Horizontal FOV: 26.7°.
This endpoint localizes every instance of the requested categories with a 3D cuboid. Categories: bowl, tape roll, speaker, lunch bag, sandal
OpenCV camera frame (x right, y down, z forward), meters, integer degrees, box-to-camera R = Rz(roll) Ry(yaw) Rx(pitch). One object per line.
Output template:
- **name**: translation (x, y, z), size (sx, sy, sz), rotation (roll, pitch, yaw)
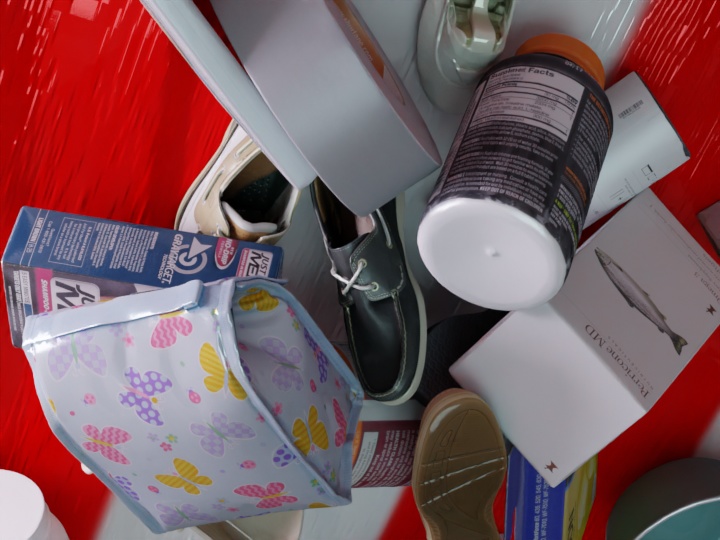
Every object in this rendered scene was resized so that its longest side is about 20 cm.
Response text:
- **bowl**: translation (0.301, 0.249, 1.375), size (0.198, 0.105, 0.203), rotation (-5, 123, -8)
- **tape roll**: translation (-0.024, -0.137, 1.017), size (0.066, 0.201, 0.201), rotation (-32, 122, 10)
- **speaker**: translation (0.149, -0.063, 1.167), size (0.199, 0.081, 0.081), rotation (-35, 121, 11)
- **lunch bag**: translation (-0.111, 0.078, 1.045), size (0.168, 0.128, 0.200), rotation (-14, 138, 24)
- **sandal**: translation (0.101, 0.063, 1.192), size (0.043, 0.199, 0.077), rotation (-31, 86, 45)

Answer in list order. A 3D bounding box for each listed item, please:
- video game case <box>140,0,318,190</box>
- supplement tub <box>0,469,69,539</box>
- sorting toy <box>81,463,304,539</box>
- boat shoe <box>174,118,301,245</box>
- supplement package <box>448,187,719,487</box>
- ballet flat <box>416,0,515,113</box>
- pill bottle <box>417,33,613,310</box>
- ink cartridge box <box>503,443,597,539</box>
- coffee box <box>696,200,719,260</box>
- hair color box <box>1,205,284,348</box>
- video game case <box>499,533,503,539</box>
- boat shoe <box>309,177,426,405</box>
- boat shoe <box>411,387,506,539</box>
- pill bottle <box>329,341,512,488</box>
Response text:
- **video game case**: translation (-0.114, -0.158, 0.998), size (0.024, 0.182, 0.200), rotation (-39, 121, -1)
- **supplement tub**: translation (-0.301, 0.281, 1.255), size (0.143, 0.145, 0.202), rotation (-9, 123, -5)
- **sorting toy**: translation (-0.103, 0.130, 1.235), size (0.180, 0.107, 0.200), rotation (-45, 121, 2)
- **boat shoe**: translation (-0.090, -0.046, 1.139), size (0.074, 0.069, 0.201), rotation (14, 118, -18)
- **supplement package**: translation (0.181, 0.046, 1.141), size (0.117, 0.200, 0.117), rotation (48, 132, 4)
- **ballet flat**: translation (0.085, -0.194, 1.084), size (0.069, 0.070, 0.202), rotation (6, 120, -14)
- **pill bottle**: translation (0.116, -0.078, 1.059), size (0.105, 0.201, 0.107), rotation (14, 140, 12)
- **ink cartridge box**: translation (0.160, 0.170, 1.249), size (0.046, 0.200, 0.199), rotation (8, 124, 15)
- **coffee box**: translation (0.365, 0.033, 1.249), size (0.079, 0.113, 0.201), rotation (-31, 121, 9)
- **hair color box**: translation (-0.160, 0.021, 1.129), size (0.198, 0.061, 0.101), rotation (9, 138, 2)
- **video game case**: translation (0.051, 0.318, 1.325), size (0.198, 0.183, 0.022), rotation (-25, 107, 5)
- **boat shoe**: translation (0.000, 0.000, 1.120), size (0.071, 0.202, 0.067), rotation (-16, 166, 36)
- **boat shoe**: translation (0.067, 0.155, 1.142), size (0.070, 0.065, 0.201), rotation (-12, 132, -10)
- **pill bottle**: translation (0.033, 0.115, 1.214), size (0.198, 0.114, 0.115), rotation (4, 122, -34)
